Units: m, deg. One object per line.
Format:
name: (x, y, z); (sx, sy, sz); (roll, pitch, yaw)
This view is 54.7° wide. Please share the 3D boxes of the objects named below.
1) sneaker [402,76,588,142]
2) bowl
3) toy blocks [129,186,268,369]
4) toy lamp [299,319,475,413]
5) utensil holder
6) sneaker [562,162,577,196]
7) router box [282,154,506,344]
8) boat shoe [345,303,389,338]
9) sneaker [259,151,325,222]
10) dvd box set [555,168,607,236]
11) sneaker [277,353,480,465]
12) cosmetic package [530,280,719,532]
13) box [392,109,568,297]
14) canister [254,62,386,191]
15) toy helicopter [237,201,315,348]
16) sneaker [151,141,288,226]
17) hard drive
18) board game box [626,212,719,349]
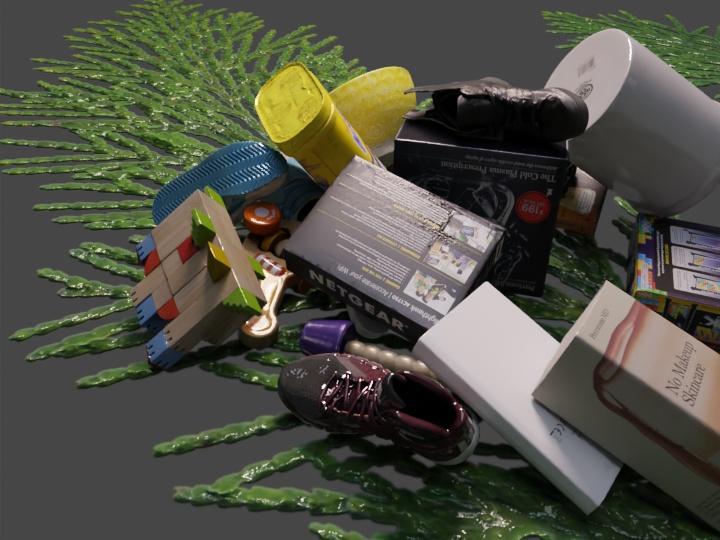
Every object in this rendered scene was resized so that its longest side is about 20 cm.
sneaker: (0.146, -0.178, 0.782); (0.103, 0.061, 0.199); (-20, 34, -32)
bowl: (0.014, -0.218, 1.103); (0.198, 0.200, 0.109); (-22, 81, -32)
toy blocks: (-0.188, 0.014, 0.757); (0.136, 0.100, 0.201); (-38, 53, 11)
toy lamp: (0.033, 0.091, 0.700); (0.197, 0.059, 0.058); (13, 34, 16)
utensil holder: (0.350, -0.186, 0.898); (0.198, 0.171, 0.171); (25, 25, -24)
sneaker: (0.220, -0.127, 0.976); (0.198, 0.078, 0.089); (-34, 47, -13)
router box: (0.036, -0.023, 0.757); (0.198, 0.051, 0.150); (29, 65, 17)
boat shoe: (0.000, 0.000, 0.828); (0.069, 0.066, 0.203); (9, 53, -24)
sneaker: (-0.082, -0.110, 1.000); (0.130, 0.080, 0.200); (38, 22, 7)
dvd box set: (0.265, -0.139, 1.029); (0.197, 0.030, 0.148); (16, 64, 21)
sneaker: (0.008, 0.105, 0.610); (0.197, 0.116, 0.077); (12, 68, 16)
cosmetic package: (0.262, 0.114, 0.595); (0.199, 0.088, 0.103); (34, 43, 13)
box: (0.141, -0.083, 0.855); (0.196, 0.185, 0.105); (8, 34, 12)
canister: (-0.037, -0.156, 0.915); (0.086, 0.200, 0.149); (-38, 43, 8)
toy helicopter: (-0.092, 0.013, 0.821); (0.130, 0.080, 0.202); (12, 44, 0)
sneaker: (-0.171, -0.100, 0.894); (0.197, 0.081, 0.078); (-19, 64, 24)
hard drive: (0.158, 0.107, 0.641); (0.200, 0.026, 0.131); (42, 43, 16)
board game box: (0.410, 0.012, 0.839); (0.163, 0.058, 0.201); (14, 35, 15)
